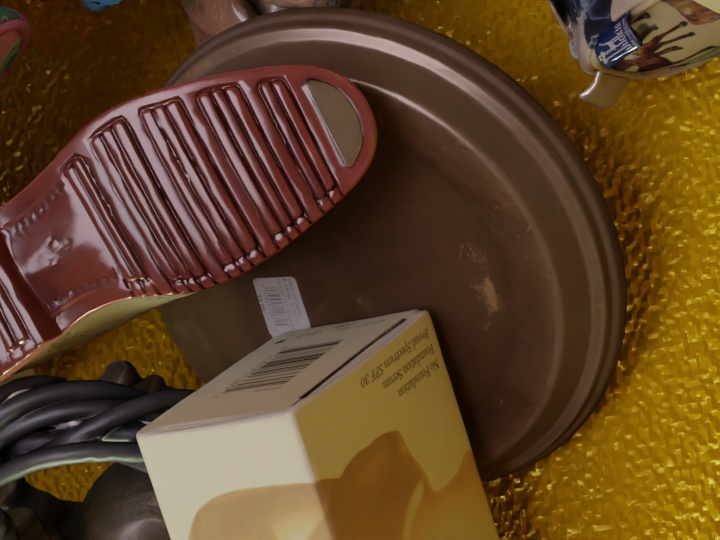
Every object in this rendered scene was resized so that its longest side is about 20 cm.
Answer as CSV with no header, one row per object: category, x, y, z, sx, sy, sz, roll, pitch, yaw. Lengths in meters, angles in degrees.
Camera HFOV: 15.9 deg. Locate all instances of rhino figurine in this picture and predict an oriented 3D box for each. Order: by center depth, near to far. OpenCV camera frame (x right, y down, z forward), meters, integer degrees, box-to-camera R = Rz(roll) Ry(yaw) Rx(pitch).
rhino figurine,-0.110,0.115,1.054,0.200,0.087,0.060,-43,27,29

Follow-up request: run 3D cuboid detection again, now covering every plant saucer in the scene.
plant saucer,0.000,0.000,0.948,0.199,0.029,0.201,13,125,20

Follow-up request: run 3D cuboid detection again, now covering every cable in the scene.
cable,-0.093,0.116,0.989,0.163,0.051,0.200,-17,125,28

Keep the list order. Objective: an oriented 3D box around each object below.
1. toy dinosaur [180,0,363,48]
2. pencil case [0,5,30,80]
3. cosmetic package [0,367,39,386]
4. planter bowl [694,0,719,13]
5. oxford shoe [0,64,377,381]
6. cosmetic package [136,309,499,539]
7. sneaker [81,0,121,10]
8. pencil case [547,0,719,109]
toy dinosaur,-0.036,-0.128,0.999,0.136,0.086,0.200,46,119,26
pencil case,-0.216,-0.121,0.931,0.200,0.087,0.087,43,115,3
cosmetic package,-0.247,-0.028,1.061,0.164,0.165,0.201,-22,74,-7
planter bowl,0.155,-0.154,0.812,0.135,0.199,0.201,-31,70,60
oxford shoe,-0.079,-0.019,0.923,0.199,0.075,0.071,-24,89,17
cosmetic package,0.003,0.127,0.921,0.071,0.105,0.201,-10,105,34
sneaker,-0.086,-0.133,0.970,0.200,0.066,0.079,25,147,54
pencil case,0.075,-0.162,0.920,0.089,0.078,0.201,-30,73,16
